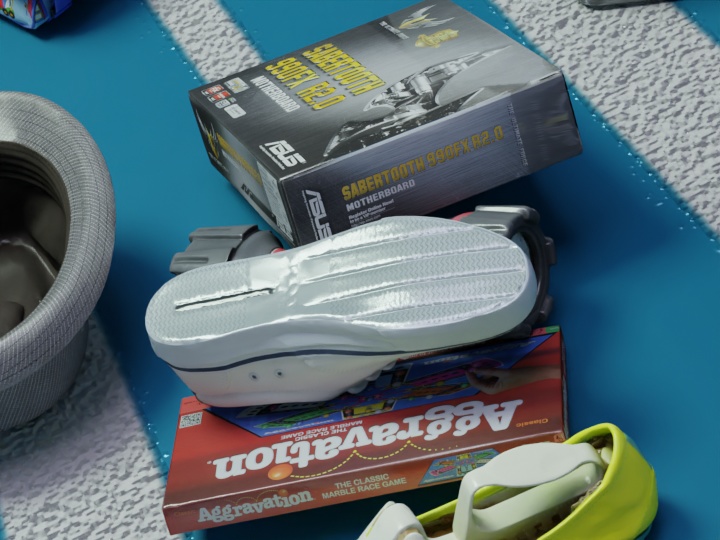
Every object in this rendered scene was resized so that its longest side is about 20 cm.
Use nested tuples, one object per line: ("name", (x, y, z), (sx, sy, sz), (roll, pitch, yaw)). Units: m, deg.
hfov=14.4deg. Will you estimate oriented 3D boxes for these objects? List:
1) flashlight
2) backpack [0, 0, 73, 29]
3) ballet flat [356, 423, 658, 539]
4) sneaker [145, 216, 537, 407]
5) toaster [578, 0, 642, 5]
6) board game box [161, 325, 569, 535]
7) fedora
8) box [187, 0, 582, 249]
("flashlight", (0.000, 0.000, 1.464), (0.199, 0.068, 0.068), (1, 85, 32))
("backpack", (-0.187, -0.270, 1.770), (0.182, 0.135, 0.200), (26, 59, 39))
("ballet flat", (0.044, 0.126, 1.318), (0.199, 0.067, 0.067), (-25, 43, -6))
("sneaker", (-0.004, 0.024, 1.398), (0.199, 0.071, 0.073), (-6, 53, 21))
("toaster", (0.192, -0.254, 1.624), (0.180, 0.119, 0.201), (-11, 42, 11))
("board game box", (0.004, 0.077, 1.402), (0.199, 0.020, 0.103), (-12, 29, 9))
("fedora", (-0.203, 0.010, 1.515), (0.176, 0.091, 0.201), (-18, 48, 4))
("box", (0.009, -0.080, 1.506), (0.158, 0.049, 0.200), (-22, 22, -9))
